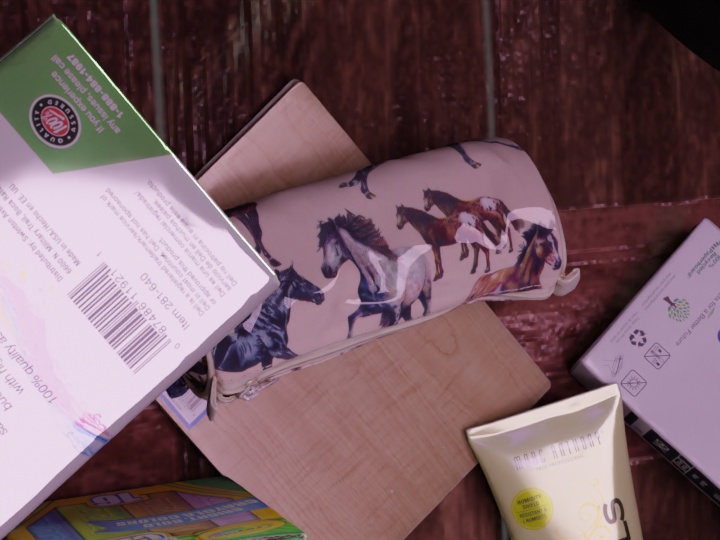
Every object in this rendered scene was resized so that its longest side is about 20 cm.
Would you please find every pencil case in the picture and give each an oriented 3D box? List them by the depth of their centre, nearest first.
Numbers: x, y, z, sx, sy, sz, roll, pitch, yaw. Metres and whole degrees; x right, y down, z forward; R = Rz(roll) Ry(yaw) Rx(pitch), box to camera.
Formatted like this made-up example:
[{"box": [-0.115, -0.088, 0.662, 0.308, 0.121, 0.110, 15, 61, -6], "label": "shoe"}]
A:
[{"box": [0.000, 0.000, 1.342, 0.199, 0.078, 0.090, -17, 83, -20], "label": "pencil case"}]

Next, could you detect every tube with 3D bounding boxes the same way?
[{"box": [0.112, 0.158, 1.435, 0.058, 0.052, 0.201, -29, 109, -43], "label": "tube"}]

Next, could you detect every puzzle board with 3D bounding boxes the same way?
[{"box": [-0.021, 0.034, 1.389, 0.151, 0.017, 0.200, -44, 109, -12], "label": "puzzle board"}]

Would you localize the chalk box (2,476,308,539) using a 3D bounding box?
[{"box": [-0.084, 0.170, 1.269, 0.123, 0.200, 0.125, -7, 98, -15], "label": "chalk box"}]

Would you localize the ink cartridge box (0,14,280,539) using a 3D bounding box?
[{"box": [-0.157, 0.018, 1.211, 0.200, 0.084, 0.145, -42, 97, -13], "label": "ink cartridge box"}]

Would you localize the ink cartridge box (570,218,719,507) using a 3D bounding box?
[{"box": [0.208, 0.077, 1.437, 0.200, 0.039, 0.099, 42, 77, 6], "label": "ink cartridge box"}]

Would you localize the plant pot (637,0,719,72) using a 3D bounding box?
[{"box": [0.184, -0.208, 1.364, 0.199, 0.177, 0.200, -42, 110, -14], "label": "plant pot"}]
